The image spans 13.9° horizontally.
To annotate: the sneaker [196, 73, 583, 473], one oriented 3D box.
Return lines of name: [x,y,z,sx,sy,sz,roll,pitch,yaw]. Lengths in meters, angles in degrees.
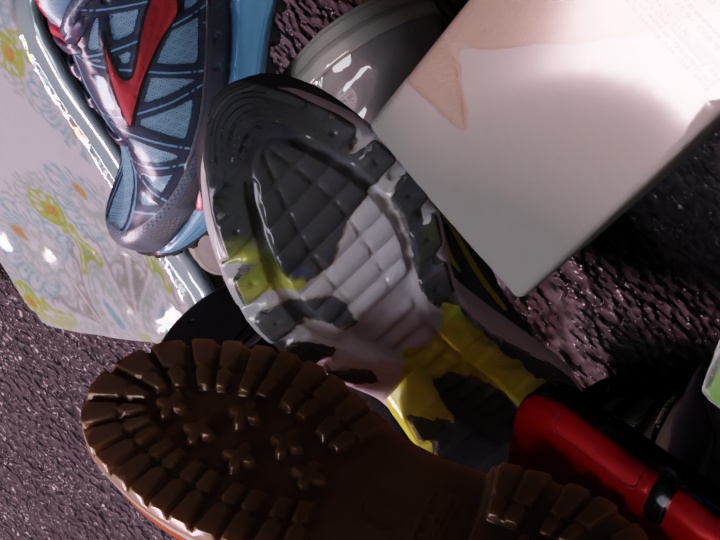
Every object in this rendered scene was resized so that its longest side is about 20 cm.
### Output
sneaker: [0.000,0.000,1.018,0.200,0.074,0.085,51,-177,-38]

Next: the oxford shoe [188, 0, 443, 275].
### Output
oxford shoe: [-0.014,-0.035,1.096,0.058,0.075,0.200,58,149,9]

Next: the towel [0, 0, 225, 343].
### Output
towel: [-0.132,-0.053,1.277,0.171,0.048,0.200,8,133,51]

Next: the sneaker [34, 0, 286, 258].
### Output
sneaker: [-0.078,-0.096,1.032,0.079,0.095,0.200,-114,32,-54]

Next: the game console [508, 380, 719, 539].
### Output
game console: [0.143,0.122,1.008,0.172,0.119,0.200,35,142,27]

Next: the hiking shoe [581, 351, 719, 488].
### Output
hiking shoe: [0.095,0.076,1.076,0.101,0.076,0.200,35,151,12]

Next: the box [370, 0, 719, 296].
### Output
box: [0.086,-0.076,0.879,0.078,0.095,0.200,48,152,3]

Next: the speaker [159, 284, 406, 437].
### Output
speaker: [-0.010,0.097,1.243,0.081,0.081,0.200,14,141,48]

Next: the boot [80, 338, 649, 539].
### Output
boot: [-0.003,0.097,0.973,0.200,0.075,0.107,25,148,16]

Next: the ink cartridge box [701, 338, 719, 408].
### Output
ink cartridge box: [0.210,0.054,0.854,0.200,0.104,0.059,41,153,14]
